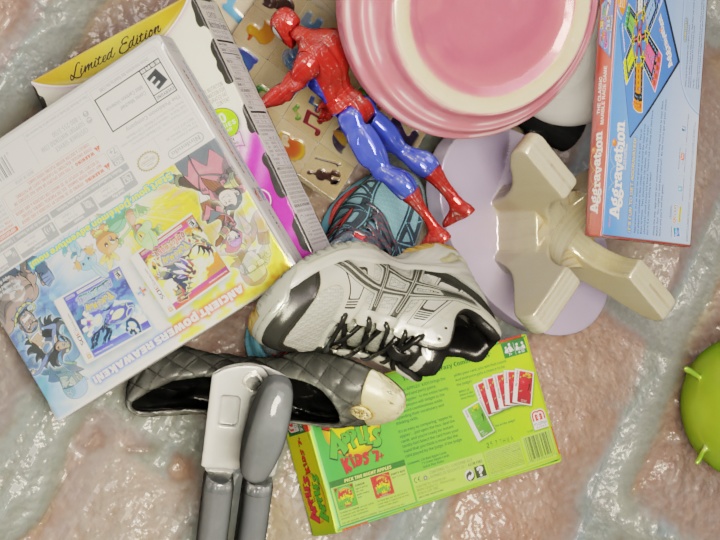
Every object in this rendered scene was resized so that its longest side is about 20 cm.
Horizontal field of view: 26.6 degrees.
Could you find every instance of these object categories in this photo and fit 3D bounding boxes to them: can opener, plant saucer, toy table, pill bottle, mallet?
[{"bbox_3d":[-0.084,0.156,1.027,0.052,0.067,0.202,6,112,-9],"label":"can opener"},{"bbox_3d":[0.083,-0.187,1.058,0.199,0.051,0.202,-7,110,-19],"label":"plant saucer"},{"bbox_3d":[0.152,-0.030,1.167,0.199,0.117,0.185,34,75,-28],"label":"toy table"},{"bbox_3d":[0.193,-0.186,1.219,0.113,0.112,0.200,62,32,-1],"label":"pill bottle"},{"bbox_3d":[0.132,-0.056,1.239,0.065,0.041,0.202,21,75,-22],"label":"mallet"}]

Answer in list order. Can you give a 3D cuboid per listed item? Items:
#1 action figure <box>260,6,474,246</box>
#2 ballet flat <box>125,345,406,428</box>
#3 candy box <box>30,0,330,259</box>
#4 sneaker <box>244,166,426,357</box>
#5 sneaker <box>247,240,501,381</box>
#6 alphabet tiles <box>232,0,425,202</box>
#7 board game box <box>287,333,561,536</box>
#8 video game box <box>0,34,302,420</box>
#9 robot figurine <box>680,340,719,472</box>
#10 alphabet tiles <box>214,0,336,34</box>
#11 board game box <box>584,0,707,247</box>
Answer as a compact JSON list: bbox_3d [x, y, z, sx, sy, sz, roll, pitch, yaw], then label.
[{"bbox_3d":[-0.015,-0.097,1.109,0.201,0.099,0.065,55,45,-10],"label":"action figure"},{"bbox_3d":[-0.066,0.090,1.056,0.198,0.067,0.057,3,42,13],"label":"ballet flat"},{"bbox_3d":[-0.125,-0.073,1.070,0.136,0.061,0.201,-26,89,12],"label":"candy box"},{"bbox_3d":[0.000,0.000,1.128,0.079,0.095,0.201,39,65,-11],"label":"sneaker"},{"bbox_3d":[0.019,0.033,1.020,0.199,0.076,0.088,-9,54,-41],"label":"sneaker"},{"bbox_3d":[-0.015,-0.155,1.172,0.167,0.008,0.201,34,63,-7],"label":"alphabet tiles"},{"bbox_3d":[0.046,0.122,1.149,0.198,0.048,0.103,-13,83,-27],"label":"board game box"},{"bbox_3d":[-0.164,-0.028,1.026,0.199,0.047,0.183,-31,87,10],"label":"video game box"},{"bbox_3d":[0.351,0.108,1.255,0.198,0.116,0.177,-5,85,-25],"label":"robot figurine"},{"bbox_3d":[-0.068,-0.271,1.204,0.195,0.015,0.200,43,65,-11],"label":"alphabet tiles"},{"bbox_3d":[0.210,-0.122,1.114,0.102,0.019,0.202,5,89,-40],"label":"board game box"}]
